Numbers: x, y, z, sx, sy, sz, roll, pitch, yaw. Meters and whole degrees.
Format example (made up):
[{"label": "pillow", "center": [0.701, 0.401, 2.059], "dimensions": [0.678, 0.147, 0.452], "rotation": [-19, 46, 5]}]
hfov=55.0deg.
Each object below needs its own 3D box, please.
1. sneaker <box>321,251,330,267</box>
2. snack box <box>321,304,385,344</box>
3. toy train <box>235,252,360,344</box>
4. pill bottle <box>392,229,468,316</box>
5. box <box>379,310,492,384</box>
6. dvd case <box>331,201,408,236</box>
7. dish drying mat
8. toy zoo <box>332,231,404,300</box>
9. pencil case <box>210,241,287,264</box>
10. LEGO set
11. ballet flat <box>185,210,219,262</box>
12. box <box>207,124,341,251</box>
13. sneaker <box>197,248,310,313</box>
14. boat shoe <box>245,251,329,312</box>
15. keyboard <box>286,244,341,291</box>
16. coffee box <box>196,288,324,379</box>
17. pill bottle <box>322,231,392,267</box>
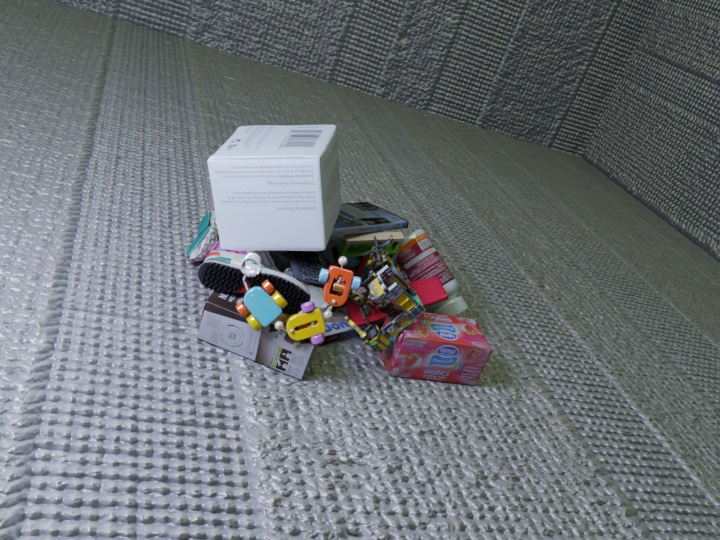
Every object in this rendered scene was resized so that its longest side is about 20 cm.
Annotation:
[{"label": "sneaker", "center": [-0.120, -0.065, 1.395], "dimensions": [0.200, 0.076, 0.090], "rotation": [49, 38, 13]}, {"label": "snack box", "center": [-0.029, 0.101, 1.387], "dimensions": [0.072, 0.025, 0.199], "rotation": [40, 30, 30]}, {"label": "toy train", "center": [-0.106, 0.039, 1.146], "dimensions": [0.197, 0.152, 0.056], "rotation": [10, 5, -9]}, {"label": "pill bottle", "center": [0.145, 0.021, 1.509], "dimensions": [0.109, 0.109, 0.201], "rotation": [-21, 77, -56]}, {"label": "box", "center": [0.143, 0.148, 1.348], "dimensions": [0.198, 0.096, 0.100], "rotation": [10, 29, -23]}, {"label": "dvd case", "center": [-0.021, -0.106, 1.388], "dimensions": [0.198, 0.018, 0.142], "rotation": [-9, 26, -37]}, {"label": "dish drying mat", "center": [0.071, 0.062, 1.379], "dimensions": [0.198, 0.018, 0.077], "rotation": [-17, 42, -3]}, {"label": "toy zoo", "center": [0.000, 0.000, 1.411], "dimensions": [0.130, 0.201, 0.021], "rotation": [-3, 49, -26]}, {"label": "pencil case", "center": [-0.209, -0.014, 1.401], "dimensions": [0.198, 0.091, 0.095], "rotation": [6, 64, -33]}, {"label": "LEGO set", "center": [0.022, 0.037, 1.284], "dimensions": [0.116, 0.153, 0.201], "rotation": [41, 24, -39]}, {"label": "ballet flat", "center": [-0.312, -0.066, 1.448], "dimensions": [0.071, 0.072, 0.201], "rotation": [17, 26, -10]}, {"label": "box", "center": [-0.144, -0.153, 1.242], "dimensions": [0.197, 0.173, 0.200], "rotation": [0, 27, 7]}, {"label": "sneaker", "center": [-0.179, 0.006, 1.209], "dimensions": [0.197, 0.071, 0.094], "rotation": [16, 31, -5]}, {"label": "boat shoe", "center": [-0.132, 0.007, 1.328], "dimensions": [0.199, 0.069, 0.071], "rotation": [40, 42, -2]}, {"label": "keyboard", "center": [-0.082, -0.032, 1.296], "dimensions": [0.126, 0.021, 0.201], "rotation": [15, 32, -28]}, {"label": "coffee box", "center": [-0.172, 0.097, 1.217], "dimensions": [0.198, 0.081, 0.113], "rotation": [21, 27, -1]}, {"label": "pill bottle", "center": [-0.017, -0.030, 1.546], "dimensions": [0.115, 0.117, 0.199], "rotation": [37, 29, 29]}]
